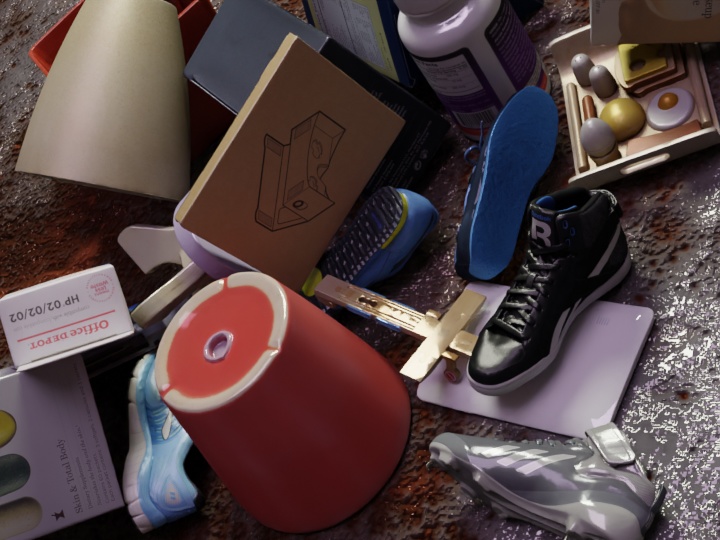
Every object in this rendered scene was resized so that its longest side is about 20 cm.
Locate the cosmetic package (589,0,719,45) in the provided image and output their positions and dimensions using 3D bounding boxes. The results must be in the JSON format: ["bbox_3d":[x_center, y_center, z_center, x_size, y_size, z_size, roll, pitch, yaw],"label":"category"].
[{"bbox_3d":[0.312,-0.271,1.202,0.197,0.106,0.072,0,51,13],"label":"cosmetic package"}]

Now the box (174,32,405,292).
[{"bbox_3d":[-0.062,-0.096,1.225,0.021,0.163,0.202,35,93,49],"label":"box"}]

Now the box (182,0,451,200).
[{"bbox_3d":[-0.045,-0.177,1.344,0.196,0.199,0.118,39,98,47],"label":"box"}]

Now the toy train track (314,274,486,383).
[{"bbox_3d":[0.043,0.054,1.195,0.198,0.033,0.115,22,53,29],"label":"toy train track"}]

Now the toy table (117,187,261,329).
[{"bbox_3d":[-0.151,-0.003,1.324,0.117,0.199,0.185,-44,73,21],"label":"toy table"}]

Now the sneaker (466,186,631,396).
[{"bbox_3d":[0.148,0.004,1.107,0.073,0.113,0.200,23,58,43],"label":"sneaker"}]

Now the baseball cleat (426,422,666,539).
[{"bbox_3d":[0.152,0.160,1.048,0.198,0.070,0.107,24,64,35],"label":"baseball cleat"}]

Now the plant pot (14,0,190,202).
[{"bbox_3d":[-0.255,-0.187,1.375,0.185,0.186,0.203,10,90,41],"label":"plant pot"}]

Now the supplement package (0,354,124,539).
[{"bbox_3d":[-0.351,0.179,1.233,0.197,0.154,0.150,-17,3,-22],"label":"supplement package"}]

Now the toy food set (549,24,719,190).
[{"bbox_3d":[0.256,-0.174,1.240,0.142,0.060,0.202,-20,47,22],"label":"toy food set"}]

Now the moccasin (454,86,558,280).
[{"bbox_3d":[0.127,-0.086,1.246,0.202,0.080,0.068,-64,15,-20],"label":"moccasin"}]

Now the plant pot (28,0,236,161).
[{"bbox_3d":[-0.249,-0.239,1.578,0.200,0.177,0.200,-43,41,-3],"label":"plant pot"}]

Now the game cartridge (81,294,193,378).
[{"bbox_3d":[-0.269,0.077,1.396,0.198,0.039,0.130,-25,16,17],"label":"game cartridge"}]

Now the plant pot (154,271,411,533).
[{"bbox_3d":[-0.080,0.109,1.167,0.198,0.178,0.203,-20,47,22],"label":"plant pot"}]

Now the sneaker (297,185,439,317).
[{"bbox_3d":[0.000,0.000,1.295,0.200,0.078,0.066,-45,53,23],"label":"sneaker"}]

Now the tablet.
[{"bbox_3d":[0.151,0.075,1.148,0.198,0.014,0.131,9,62,41],"label":"tablet"}]

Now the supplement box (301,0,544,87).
[{"bbox_3d":[0.056,-0.330,1.423,0.199,0.136,0.199,-33,39,-20],"label":"supplement box"}]

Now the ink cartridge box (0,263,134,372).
[{"bbox_3d":[-0.281,0.041,1.242,0.114,0.069,0.200,-18,5,-12],"label":"ink cartridge box"}]

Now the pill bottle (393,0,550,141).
[{"bbox_3d":[0.105,-0.232,1.295,0.110,0.200,0.113,-19,46,21],"label":"pill bottle"}]

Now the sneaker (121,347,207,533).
[{"bbox_3d":[-0.182,0.164,1.291,0.088,0.079,0.202,-9,52,5],"label":"sneaker"}]
